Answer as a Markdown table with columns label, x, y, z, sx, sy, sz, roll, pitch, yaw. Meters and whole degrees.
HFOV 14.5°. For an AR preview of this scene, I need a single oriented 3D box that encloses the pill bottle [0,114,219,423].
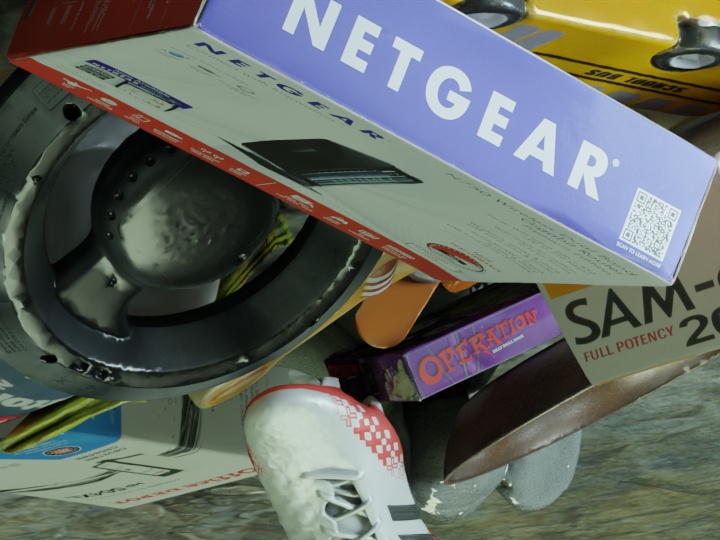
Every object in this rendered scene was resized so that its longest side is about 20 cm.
| label | x | y | z | sx | sy | sz | roll | pitch | yaw |
| --- | --- | --- | --- | --- | --- | --- | --- | --- | --- |
| pill bottle | -0.166 | 0.007 | 1.273 | 0.119 | 0.120 | 0.199 | 7 | 161 | -39 |

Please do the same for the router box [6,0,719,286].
| label | x | y | z | sx | sy | sz | roll | pitch | yaw |
| --- | --- | --- | --- | --- | --- | --- | --- | --- | --- |
| router box | -0.004 | -0.058 | 0.998 | 0.199 | 0.049 | 0.179 | 27 | 169 | -23 |

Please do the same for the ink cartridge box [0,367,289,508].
| label | x | y | z | sx | sy | sz | roll | pitch | yaw |
| --- | --- | --- | --- | --- | --- | --- | --- | --- | --- |
| ink cartridge box | -0.153 | 0.077 | 1.612 | 0.145 | 0.085 | 0.199 | -16 | 161 | 35 |

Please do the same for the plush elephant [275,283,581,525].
| label | x | y | z | sx | sy | sz | roll | pitch | yaw |
| --- | --- | --- | --- | --- | --- | --- | --- | --- | --- |
| plush elephant | 0.027 | 0.074 | 1.519 | 0.164 | 0.156 | 0.200 | 3 | 164 | -31 |

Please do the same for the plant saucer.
| label | x | y | z | sx | sy | sz | roll | pitch | yaw |
| --- | --- | --- | --- | --- | --- | --- | --- | --- | --- |
| plant saucer | 0.124 | 0.048 | 1.404 | 0.199 | 0.032 | 0.200 | -26 | 170 | -5 |

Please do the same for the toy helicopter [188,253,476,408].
| label | x | y | z | sx | sy | sz | roll | pitch | yaw |
| --- | --- | --- | --- | --- | --- | --- | --- | --- | --- |
| toy helicopter | 0.000 | 0.000 | 1.303 | 0.200 | 0.079 | 0.132 | -36 | 172 | 17 |

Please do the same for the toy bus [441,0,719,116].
| label | x | y | z | sx | sy | sz | roll | pitch | yaw |
| --- | --- | --- | --- | --- | --- | --- | --- | --- | --- |
| toy bus | 0.075 | -0.106 | 1.036 | 0.199 | 0.066 | 0.078 | 6 | 163 | -40 |

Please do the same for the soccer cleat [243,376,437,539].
| label | x | y | z | sx | sy | sz | roll | pitch | yaw |
| --- | --- | --- | --- | --- | --- | --- | --- | --- | --- |
| soccer cleat | -0.003 | 0.127 | 1.368 | 0.068 | 0.086 | 0.200 | -13 | 140 | 12 |

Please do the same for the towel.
| label | x | y | z | sx | sy | sz | roll | pitch | yaw |
| --- | --- | --- | --- | --- | --- | --- | --- | --- | --- |
| towel | -0.099 | 0.031 | 1.350 | 0.086 | 0.018 | 0.200 | -28 | -169 | 27 |

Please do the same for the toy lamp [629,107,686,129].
| label | x | y | z | sx | sy | sz | roll | pitch | yaw |
| --- | --- | --- | --- | --- | --- | --- | --- | --- | --- |
| toy lamp | 0.118 | -0.064 | 1.233 | 0.199 | 0.059 | 0.058 | -1 | 165 | -25 |

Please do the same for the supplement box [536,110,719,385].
| label | x | y | z | sx | sy | sz | roll | pitch | yaw |
| --- | --- | --- | --- | --- | --- | --- | --- | --- | --- |
| supplement box | 0.175 | -0.040 | 1.124 | 0.200 | 0.074 | 0.126 | -33 | -173 | -35 |

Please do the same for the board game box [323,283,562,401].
| label | x | y | z | sx | sy | sz | roll | pitch | yaw |
| --- | --- | --- | --- | --- | --- | --- | --- | --- | --- |
| board game box | 0.090 | 0.015 | 1.395 | 0.199 | 0.032 | 0.120 | -24 | -171 | -20 |

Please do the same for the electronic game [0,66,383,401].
| label | x | y | z | sx | sy | sz | roll | pitch | yaw |
| --- | --- | --- | --- | --- | --- | --- | --- | --- | --- |
| electronic game | -0.070 | -0.029 | 1.135 | 0.199 | 0.042 | 0.201 | -15 | 131 | -17 |
